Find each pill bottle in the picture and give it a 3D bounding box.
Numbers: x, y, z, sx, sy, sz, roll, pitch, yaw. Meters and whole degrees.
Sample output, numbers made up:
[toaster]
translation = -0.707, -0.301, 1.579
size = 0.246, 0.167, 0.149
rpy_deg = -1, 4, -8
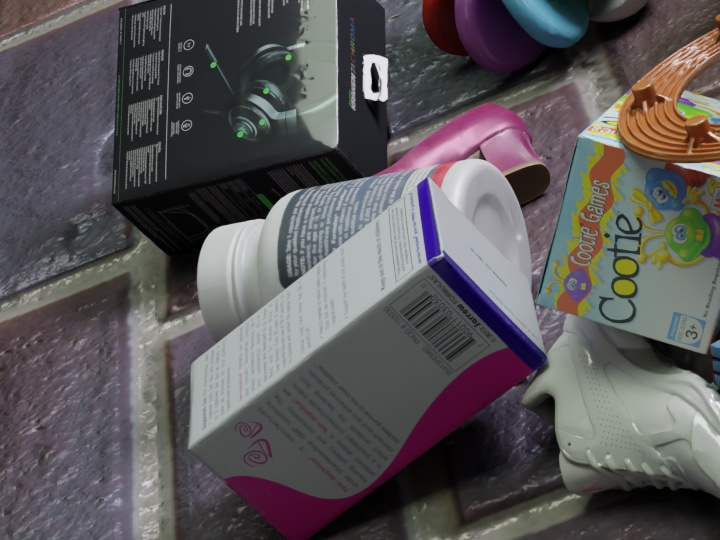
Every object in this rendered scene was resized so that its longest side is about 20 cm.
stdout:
[pill bottle]
translation = 0.000, 0.000, 1.651
size = 0.199, 0.120, 0.120
rpy_deg = -8, 33, 26

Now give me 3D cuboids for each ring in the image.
[ring]
translation = 0.232, -0.115, 1.380
size = 0.199, 0.019, 0.201
rpy_deg = -20, 21, 8

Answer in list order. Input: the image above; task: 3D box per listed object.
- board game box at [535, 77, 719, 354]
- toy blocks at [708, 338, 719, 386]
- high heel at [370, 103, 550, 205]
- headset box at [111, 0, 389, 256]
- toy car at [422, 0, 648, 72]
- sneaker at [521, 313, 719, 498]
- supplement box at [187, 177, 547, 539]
[board game box]
translation = 0.182, -0.036, 1.487
size = 0.102, 0.105, 0.200
rpy_deg = 17, 17, 12
[toy blocks]
translation = 0.286, 0.044, 1.385
size = 0.199, 0.100, 0.136
rpy_deg = -27, 27, -32
[high heel]
translation = 0.029, -0.062, 1.773
size = 0.199, 0.068, 0.096
rpy_deg = -23, 39, -6
[headset box]
translation = -0.075, -0.125, 1.868
size = 0.199, 0.093, 0.175
rpy_deg = -14, 60, 21
[toy car]
translation = 0.113, -0.226, 1.919
size = 0.200, 0.175, 0.151
rpy_deg = 23, 89, 52
[sneaker]
translation = 0.164, 0.099, 1.435
size = 0.100, 0.078, 0.200
rpy_deg = -51, 37, 2
[supplement box]
translation = 0.001, 0.056, 1.524
size = 0.200, 0.101, 0.104
rpy_deg = -38, 25, 16
